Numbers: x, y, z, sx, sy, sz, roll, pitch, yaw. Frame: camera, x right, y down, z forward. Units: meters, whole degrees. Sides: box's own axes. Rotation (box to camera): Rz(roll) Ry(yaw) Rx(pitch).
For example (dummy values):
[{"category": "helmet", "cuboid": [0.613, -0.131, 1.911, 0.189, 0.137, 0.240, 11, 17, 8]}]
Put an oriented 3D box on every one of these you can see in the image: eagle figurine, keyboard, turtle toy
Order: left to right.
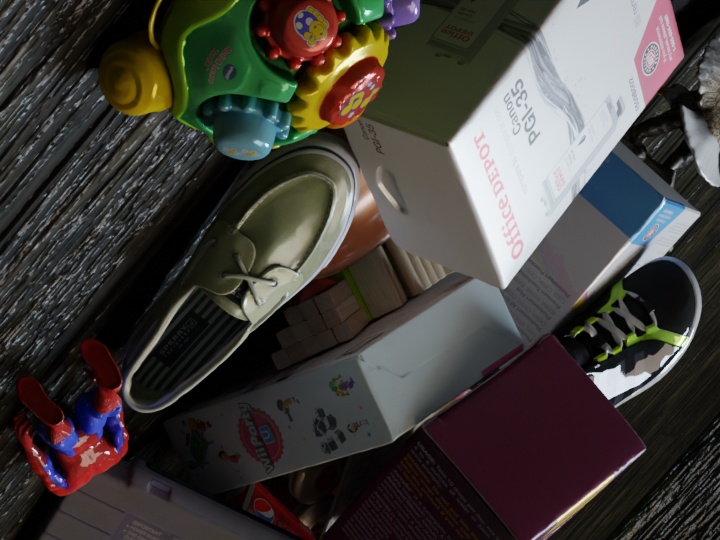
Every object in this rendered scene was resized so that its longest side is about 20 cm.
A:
[{"category": "turtle toy", "cuboid": [-0.025, -0.129, 1.040, 0.146, 0.101, 0.200, -26, 154, -50]}, {"category": "keyboard", "cuboid": [-0.009, 0.185, 1.557, 0.056, 0.011, 0.200, -16, 132, -50]}, {"category": "eagle figurine", "cuboid": [0.294, -0.137, 1.782, 0.200, 0.151, 0.152, -33, 151, -8]}]

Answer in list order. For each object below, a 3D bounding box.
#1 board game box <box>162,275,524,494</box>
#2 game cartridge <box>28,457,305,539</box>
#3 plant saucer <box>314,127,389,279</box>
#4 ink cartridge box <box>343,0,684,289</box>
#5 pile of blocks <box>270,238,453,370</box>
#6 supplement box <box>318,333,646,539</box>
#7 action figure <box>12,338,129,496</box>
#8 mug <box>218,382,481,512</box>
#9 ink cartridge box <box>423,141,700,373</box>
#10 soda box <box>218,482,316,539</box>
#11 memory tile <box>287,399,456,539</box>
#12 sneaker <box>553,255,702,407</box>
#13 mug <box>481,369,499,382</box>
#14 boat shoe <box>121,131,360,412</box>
[{"category": "board game box", "cuboid": [-0.012, 0.077, 1.465, 0.200, 0.064, 0.148, -21, -174, 45]}, {"category": "game cartridge", "cuboid": [-0.116, 0.202, 1.443, 0.130, 0.200, 0.038, -57, -167, 23]}, {"category": "plant saucer", "cuboid": [0.016, -0.080, 1.369, 0.200, 0.037, 0.200, -43, 164, -16]}, {"category": "ink cartridge box", "cuboid": [0.091, -0.111, 1.278, 0.200, 0.083, 0.147, -52, 145, -20]}, {"category": "pile of blocks", "cuboid": [0.000, 0.000, 1.492, 0.082, 0.062, 0.200, -22, -175, 42]}, {"category": "supplement box", "cuboid": [0.076, 0.150, 1.464, 0.131, 0.103, 0.200, -32, 167, -34]}, {"category": "action figure", "cuboid": [-0.167, 0.090, 1.290, 0.065, 0.052, 0.200, -36, 166, -16]}, {"category": "mug", "cuboid": [0.000, 0.147, 1.653, 0.200, 0.133, 0.178, -54, -161, 8]}, {"category": "ink cartridge box", "cuboid": [0.132, -0.013, 1.652, 0.200, 0.125, 0.129, -49, 163, 11]}, {"category": "soda box", "cuboid": [-0.127, 0.224, 1.528, 0.200, 0.070, 0.063, -33, -157, 30]}, {"category": "memory tile", "cuboid": [0.002, 0.182, 1.596, 0.153, 0.017, 0.200, -24, 136, -36]}, {"category": "sneaker", "cuboid": [0.168, 0.066, 1.578, 0.200, 0.072, 0.083, -45, 162, -4]}, {"category": "mug", "cuboid": [0.058, 0.123, 1.802, 0.152, 0.114, 0.185, -28, 156, -49]}, {"category": "boat shoe", "cuboid": [-0.068, 0.008, 1.277, 0.200, 0.072, 0.062, -51, -166, 20]}]
